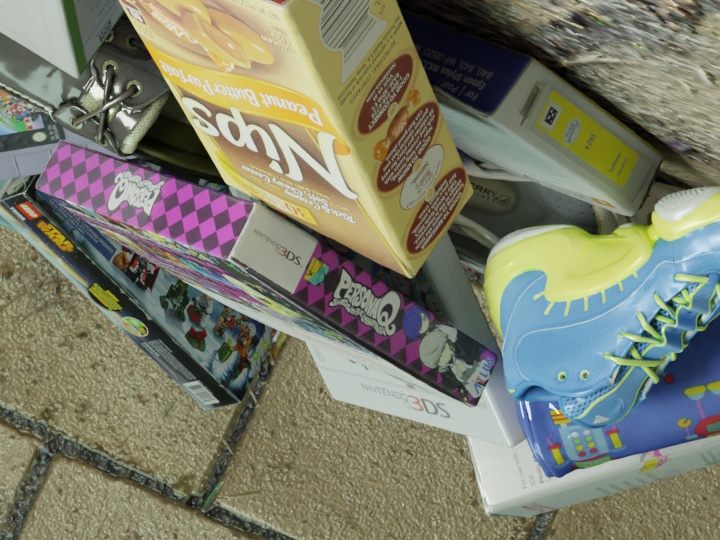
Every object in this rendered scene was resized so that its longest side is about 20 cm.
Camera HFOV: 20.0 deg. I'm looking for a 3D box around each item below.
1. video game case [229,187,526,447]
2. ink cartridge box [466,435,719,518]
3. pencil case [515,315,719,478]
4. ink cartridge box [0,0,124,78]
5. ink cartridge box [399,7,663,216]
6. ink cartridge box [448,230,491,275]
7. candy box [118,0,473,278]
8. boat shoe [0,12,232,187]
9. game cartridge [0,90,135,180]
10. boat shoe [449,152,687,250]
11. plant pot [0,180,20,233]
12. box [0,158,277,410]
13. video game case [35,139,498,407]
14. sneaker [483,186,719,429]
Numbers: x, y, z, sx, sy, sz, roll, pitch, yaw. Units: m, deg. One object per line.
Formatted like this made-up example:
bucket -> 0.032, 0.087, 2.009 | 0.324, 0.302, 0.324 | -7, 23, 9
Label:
video game case -> 0.000, 0.000, 1.144 | 0.182, 0.024, 0.201 | 10, 131, 56
ink cartridge box -> 0.167, 0.083, 1.231 | 0.199, 0.088, 0.145 | -20, 168, 10
pencil case -> 0.176, 0.043, 1.070 | 0.199, 0.087, 0.078 | -18, 161, 11
ink cartridge box -> -0.157, -0.163, 0.884 | 0.103, 0.060, 0.200 | 32, 168, 5
ink cartridge box -> 0.022, -0.100, 0.991 | 0.197, 0.047, 0.200 | 26, 177, 36
ink cartridge box -> 0.117, -0.025, 1.250 | 0.146, 0.083, 0.200 | 26, 179, 16
candy box -> -0.032, -0.087, 0.852 | 0.115, 0.055, 0.200 | 28, 161, 29
boat shoe -> -0.112, -0.091, 1.022 | 0.200, 0.072, 0.066 | 18, -140, -28
game cartridge -> -0.160, -0.113, 1.088 | 0.129, 0.039, 0.200 | -14, 154, -6
boat shoe -> 0.126, -0.017, 1.095 | 0.198, 0.071, 0.069 | 14, -168, -6
plant pot -> -0.232, -0.130, 1.364 | 0.199, 0.189, 0.200 | 25, 178, 1
box -> -0.122, -0.029, 1.271 | 0.040, 0.137, 0.200 | -14, 130, 44
video game case -> -0.051, 0.000, 1.063 | 0.181, 0.036, 0.199 | 32, 172, -37
sneaker -> 0.146, 0.023, 0.992 | 0.075, 0.106, 0.199 | 16, 160, -42
